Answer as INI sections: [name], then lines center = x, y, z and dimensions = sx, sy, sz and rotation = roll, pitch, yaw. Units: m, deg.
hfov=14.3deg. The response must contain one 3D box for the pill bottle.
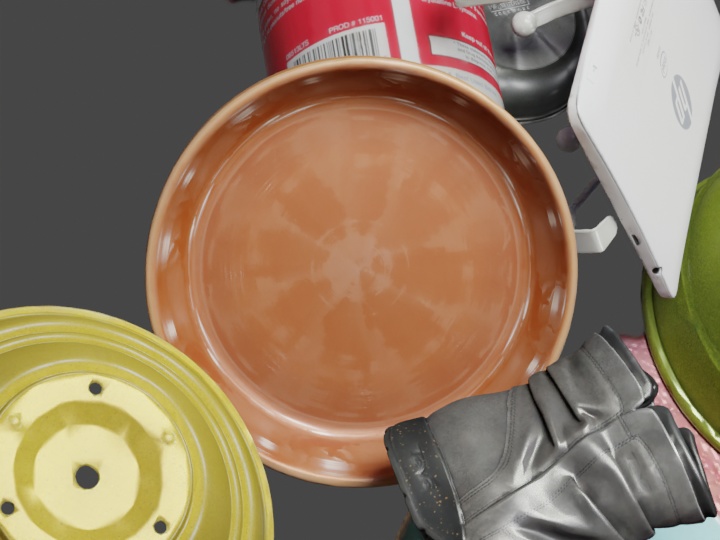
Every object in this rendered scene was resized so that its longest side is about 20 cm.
[pill bottle]
center = 0.004, -0.134, 1.429
dimensions = 0.112, 0.112, 0.201
rotation = 1, 61, -20

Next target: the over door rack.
[over door rack]
center = 0.097, -0.116, 1.424
dimensions = 0.148, 0.066, 0.200
rotation = 67, 29, -22

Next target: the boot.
[boot]
center = 0.101, 0.128, 1.275
dimensions = 0.131, 0.070, 0.201
rotation = -23, 71, 3

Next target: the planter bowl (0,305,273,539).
[planter bowl]
center = -0.124, 0.099, 1.241
dimensions = 0.200, 0.083, 0.201
rotation = 5, 70, -15

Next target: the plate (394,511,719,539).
[plate]
center = 0.102, 0.172, 1.340
dimensions = 0.199, 0.026, 0.201
rotation = 10, 59, -16

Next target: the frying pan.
[frying pan]
center = 0.072, -0.164, 1.526
dimensions = 0.115, 0.031, 0.191
rotation = 9, 61, -18

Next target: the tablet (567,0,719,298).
[tablet]
center = 0.146, -0.098, 1.426
dimensions = 0.130, 0.014, 0.200
rotation = 59, 34, -36

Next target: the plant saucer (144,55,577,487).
[plant saucer]
center = 0.000, 0.000, 1.334
dimensions = 0.199, 0.032, 0.201
rotation = -1, 100, -4

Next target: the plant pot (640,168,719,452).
[plant pot]
center = 0.266, -0.013, 1.409
dimensions = 0.200, 0.193, 0.201
rotation = 9, 59, -16
